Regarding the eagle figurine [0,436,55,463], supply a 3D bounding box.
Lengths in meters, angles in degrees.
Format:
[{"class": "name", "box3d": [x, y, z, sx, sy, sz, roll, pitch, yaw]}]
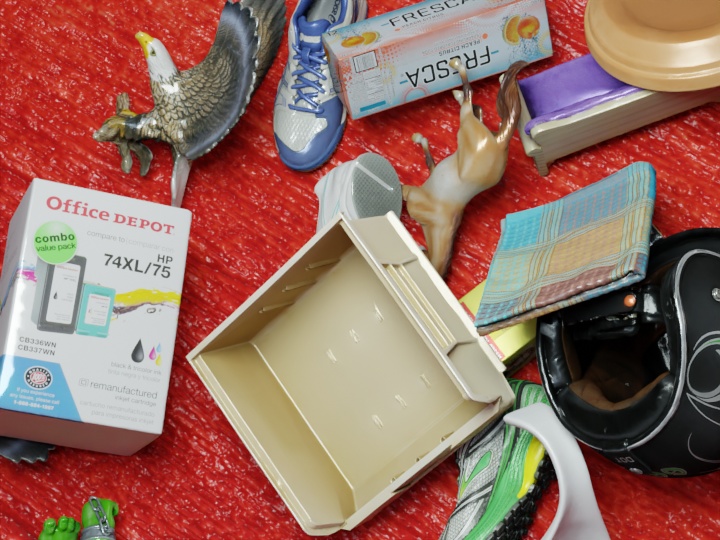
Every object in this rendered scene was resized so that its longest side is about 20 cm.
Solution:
[{"class": "eagle figurine", "box3d": [-0.397, 0.135, 1.431, 0.200, 0.151, 0.151, 48, 133, -6]}]

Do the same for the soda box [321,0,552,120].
[{"class": "soda box", "box3d": [0.069, -0.204, 1.399, 0.198, 0.064, 0.069, -18, 33, -7]}]

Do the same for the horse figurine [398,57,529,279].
[{"class": "horse figurine", "box3d": [0.084, -0.096, 1.362, 0.200, 0.050, 0.133, -50, 48, 33]}]

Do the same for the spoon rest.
[{"class": "spoon rest", "box3d": [0.161, 0.210, 1.241, 0.099, 0.060, 0.202, -18, 102, -30]}]

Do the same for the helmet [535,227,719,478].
[{"class": "helmet", "box3d": [0.253, 0.064, 1.237, 0.199, 0.190, 0.202, -4, 85, 45]}]

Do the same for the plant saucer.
[{"class": "plant saucer", "box3d": [0.287, -0.236, 1.329, 0.198, 0.038, 0.201, -13, 46, 14]}]

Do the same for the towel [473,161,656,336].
[{"class": "towel", "box3d": [0.168, -0.021, 1.247, 0.146, 0.200, 0.022, -22, 109, 22]}]

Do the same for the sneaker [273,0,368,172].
[{"class": "sneaker", "box3d": [-0.048, -0.196, 1.449, 0.074, 0.088, 0.202, 6, 76, 14]}]

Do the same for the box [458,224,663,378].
[{"class": "box", "box3d": [0.166, 0.014, 1.348, 0.199, 0.050, 0.075, -37, 66, 1]}]

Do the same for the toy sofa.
[{"class": "toy sofa", "box3d": [0.228, -0.167, 1.365, 0.198, 0.098, 0.084, -20, 68, 8]}]

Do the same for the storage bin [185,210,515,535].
[{"class": "storage bin", "box3d": [-0.006, 0.088, 1.294, 0.200, 0.093, 0.199, -42, 77, 25]}]

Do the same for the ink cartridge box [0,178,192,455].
[{"class": "ink cartridge box", "box3d": [-0.245, 0.045, 1.365, 0.145, 0.146, 0.202, 11, 73, -17]}]

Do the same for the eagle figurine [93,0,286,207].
[{"class": "eagle figurine", "box3d": [-0.149, -0.168, 1.428, 0.199, 0.151, 0.153, -24, 61, 13]}]

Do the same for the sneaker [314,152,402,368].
[{"class": "sneaker", "box3d": [0.000, 0.000, 1.392, 0.080, 0.070, 0.203, -9, 82, 52]}]

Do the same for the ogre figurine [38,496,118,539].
[{"class": "ogre figurine", "box3d": [-0.274, 0.301, 1.351, 0.199, 0.099, 0.120, -30, 49, -13]}]

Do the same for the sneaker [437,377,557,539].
[{"class": "sneaker", "box3d": [0.108, 0.183, 1.305, 0.085, 0.078, 0.201, 24, 71, 27]}]
